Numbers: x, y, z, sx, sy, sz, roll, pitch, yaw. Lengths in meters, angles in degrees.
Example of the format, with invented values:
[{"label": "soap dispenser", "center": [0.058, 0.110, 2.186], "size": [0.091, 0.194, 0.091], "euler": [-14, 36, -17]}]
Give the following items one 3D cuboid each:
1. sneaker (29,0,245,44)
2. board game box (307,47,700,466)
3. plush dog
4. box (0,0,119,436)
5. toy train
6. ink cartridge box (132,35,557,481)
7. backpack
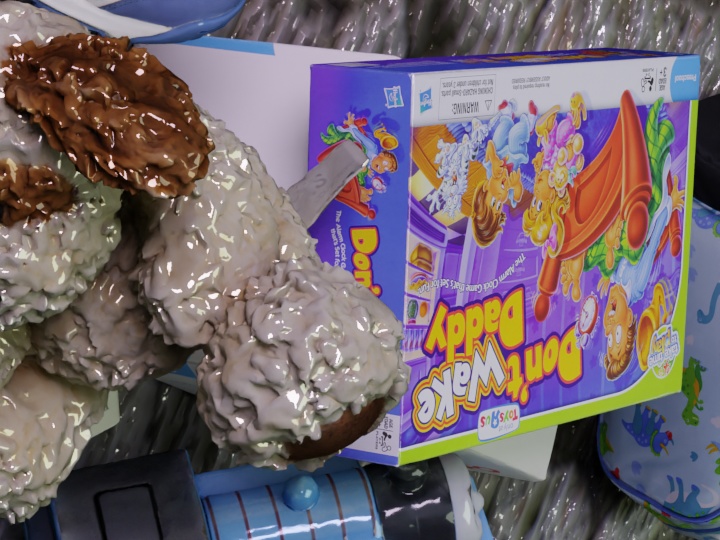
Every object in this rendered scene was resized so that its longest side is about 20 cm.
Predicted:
[{"label": "sneaker", "center": [-0.102, -0.151, 0.884], "size": [0.200, 0.088, 0.075], "euler": [39, 46, -19]}, {"label": "board game box", "center": [0.055, -0.011, 1.037], "size": [0.200, 0.045, 0.135], "euler": [-10, 104, -54]}, {"label": "plush dog", "center": [-0.097, -0.025, 0.861], "size": [0.172, 0.199, 0.161], "euler": [44, 42, -53]}, {"label": "box", "center": [-0.138, -0.031, 0.972], "size": [0.082, 0.068, 0.201], "euler": [-29, 124, -43]}, {"label": "toy train", "center": [-0.037, 0.122, 1.085], "size": [0.199, 0.087, 0.115], "euler": [-10, 137, -8]}, {"label": "ink cartridge box", "center": [0.000, 0.000, 1.114], "size": [0.200, 0.128, 0.126], "euler": [26, 76, -55]}, {"label": "backpack", "center": [0.197, 0.037, 1.392], "size": [0.153, 0.163, 0.201], "euler": [-24, 129, -37]}]
